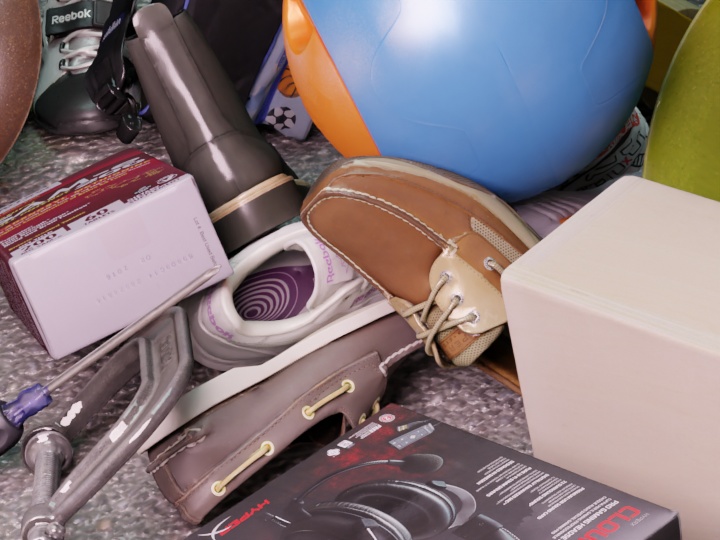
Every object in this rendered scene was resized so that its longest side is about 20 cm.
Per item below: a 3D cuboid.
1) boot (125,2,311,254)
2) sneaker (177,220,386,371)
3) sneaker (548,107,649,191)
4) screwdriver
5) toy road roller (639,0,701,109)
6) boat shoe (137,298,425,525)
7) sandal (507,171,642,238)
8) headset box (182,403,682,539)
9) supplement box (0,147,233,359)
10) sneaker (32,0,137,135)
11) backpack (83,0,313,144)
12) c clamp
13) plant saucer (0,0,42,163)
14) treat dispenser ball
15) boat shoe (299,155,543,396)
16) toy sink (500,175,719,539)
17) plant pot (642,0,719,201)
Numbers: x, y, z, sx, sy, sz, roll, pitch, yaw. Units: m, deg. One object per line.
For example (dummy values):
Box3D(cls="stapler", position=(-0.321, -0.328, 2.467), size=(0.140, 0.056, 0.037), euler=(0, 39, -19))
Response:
Box3D(cls="boot", position=(-0.086, -0.083, 1.655), size=(0.077, 0.139, 0.200), euler=(-29, 3, -9))
Box3D(cls="sneaker", position=(0.000, 0.000, 1.587), size=(0.199, 0.075, 0.100), euler=(-25, -4, -16))
Box3D(cls="sneaker", position=(0.074, -0.048, 1.703), size=(0.201, 0.108, 0.068), euler=(-30, 64, 20))
Box3D(cls="screwdriver", position=(-0.147, 0.055, 1.505), size=(0.199, 0.029, 0.028), euler=(-33, 55, 12))
Box3D(cls="toy road roller", position=(0.115, -0.127, 1.806), size=(0.199, 0.147, 0.123), euler=(20, 9, -37))
Box3D(cls="boat shoe", position=(-0.028, 0.068, 1.513), size=(0.199, 0.060, 0.072), euler=(-26, -7, -37))
Box3D(cls="sandal", position=(0.139, -0.007, 1.622), size=(0.079, 0.060, 0.206), euler=(30, 23, 25))
Box3D(cls="headset box", position=(0.041, 0.149, 1.328), size=(0.199, 0.078, 0.148), euler=(18, 37, 41))
Box3D(cls="supplement box", position=(-0.144, -0.013, 1.604), size=(0.108, 0.061, 0.200), euler=(-26, 11, -10))
Box3D(cls="sneaker", position=(-0.183, -0.158, 1.935), size=(0.074, 0.089, 0.200), euler=(-6, 30, -1))
Box3D(cls="backpack", position=(-0.071, -0.186, 1.860), size=(0.153, 0.201, 0.191), euler=(22, 25, -18))
Box3D(cls="c clamp", position=(-0.143, 0.092, 1.457), size=(0.171, 0.027, 0.200), euler=(-48, 12, 12))
Box3D(cls="plant saucer", position=(-0.287, -0.133, 1.806), size=(0.199, 0.202, 0.037), euler=(12, 0, 32))
Box3D(cls="treat dispenser ball", position=(0.058, -0.135, 1.551), size=(0.199, 0.202, 0.201), euler=(-5, 28, 3))
Box3D(cls="boat shoe", position=(0.060, 0.013, 1.501), size=(0.199, 0.076, 0.074), euler=(28, 48, -13))
Box3D(cls="toy sink", position=(0.183, 0.053, 1.404), size=(0.199, 0.131, 0.112), euler=(20, 45, 42))
Box3D(cls="plant pot", position=(0.279, -0.049, 1.536), size=(0.199, 0.188, 0.187), euler=(15, 21, -22))
